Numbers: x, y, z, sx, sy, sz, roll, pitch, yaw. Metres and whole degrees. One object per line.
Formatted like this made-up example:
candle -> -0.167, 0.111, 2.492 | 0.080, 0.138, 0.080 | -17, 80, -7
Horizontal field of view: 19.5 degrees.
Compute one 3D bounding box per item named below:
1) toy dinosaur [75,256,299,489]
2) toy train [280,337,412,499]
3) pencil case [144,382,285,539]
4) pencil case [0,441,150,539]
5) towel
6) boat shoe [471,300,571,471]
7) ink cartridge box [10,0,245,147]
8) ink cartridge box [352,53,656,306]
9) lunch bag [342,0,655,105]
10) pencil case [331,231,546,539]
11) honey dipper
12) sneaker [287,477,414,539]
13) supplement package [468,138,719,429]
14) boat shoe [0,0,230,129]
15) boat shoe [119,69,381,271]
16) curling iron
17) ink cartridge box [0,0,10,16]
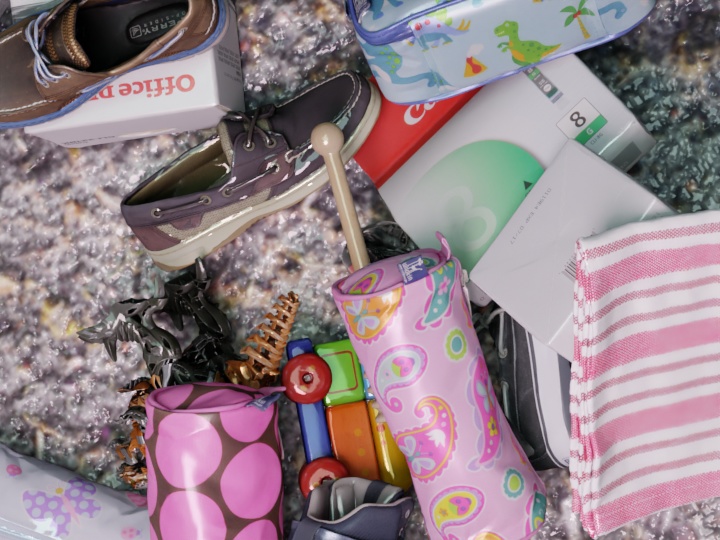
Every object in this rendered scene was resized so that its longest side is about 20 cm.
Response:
toy dinosaur -> -0.109, 0.071, 1.434 | 0.200, 0.102, 0.136 | -36, 82, 14
toy train -> 0.015, 0.139, 1.424 | 0.115, 0.085, 0.201 | -10, 86, -3
pencil case -> -0.087, 0.174, 1.360 | 0.090, 0.093, 0.201 | 8, 102, 47
pencil case -> -0.191, 0.184, 1.452 | 0.199, 0.091, 0.084 | 18, 91, 10
towel -> 0.196, 0.058, 1.255 | 0.145, 0.030, 0.201 | -13, 118, -20
boat shoe -> 0.112, 0.036, 1.409 | 0.068, 0.073, 0.201 | -15, 79, 29
ink cartridge box -> -0.167, -0.196, 1.465 | 0.143, 0.084, 0.201 | -7, 88, 11
ink cartridge box -> 0.075, -0.098, 1.396 | 0.161, 0.050, 0.200 | -44, 60, 6
lunch bag -> 0.087, -0.201, 1.385 | 0.199, 0.161, 0.083 | -19, 128, 11
pencil case -> 0.052, 0.081, 1.319 | 0.087, 0.087, 0.201 | -19, 102, 10
honey dipper -> 0.000, 0.000, 1.378 | 0.038, 0.038, 0.201 | -17, 88, 10
sneaker -> 0.017, 0.217, 1.371 | 0.077, 0.202, 0.147 | 5, 75, 38
supplement package -> 0.189, 0.026, 1.321 | 0.200, 0.110, 0.114 | 33, 96, -33
boat shoe -> -0.189, -0.152, 1.388 | 0.199, 0.072, 0.073 | -22, 85, 11
boat shoe -> -0.077, -0.077, 1.442 | 0.199, 0.065, 0.072 | -34, 39, 12
curling iron -> 0.053, 0.045, 1.389 | 0.049, 0.026, 0.200 | -38, 69, 9
ink cartridge box -> -0.367, -0.189, 1.445 | 0.146, 0.200, 0.147 | 37, 95, 10
